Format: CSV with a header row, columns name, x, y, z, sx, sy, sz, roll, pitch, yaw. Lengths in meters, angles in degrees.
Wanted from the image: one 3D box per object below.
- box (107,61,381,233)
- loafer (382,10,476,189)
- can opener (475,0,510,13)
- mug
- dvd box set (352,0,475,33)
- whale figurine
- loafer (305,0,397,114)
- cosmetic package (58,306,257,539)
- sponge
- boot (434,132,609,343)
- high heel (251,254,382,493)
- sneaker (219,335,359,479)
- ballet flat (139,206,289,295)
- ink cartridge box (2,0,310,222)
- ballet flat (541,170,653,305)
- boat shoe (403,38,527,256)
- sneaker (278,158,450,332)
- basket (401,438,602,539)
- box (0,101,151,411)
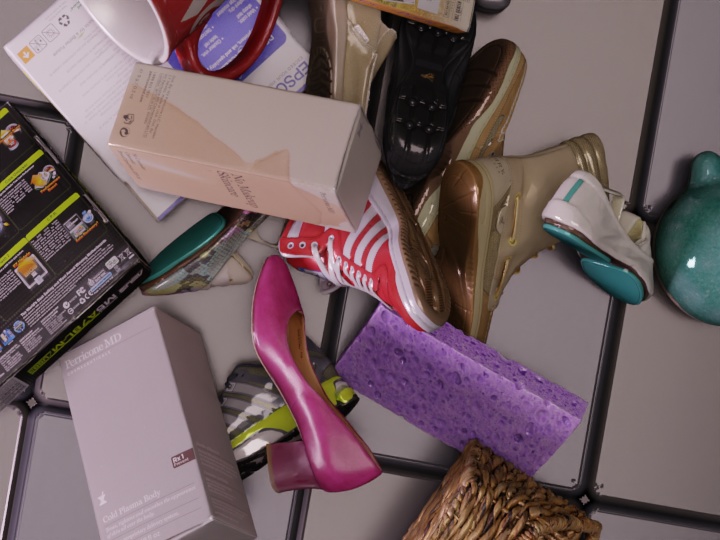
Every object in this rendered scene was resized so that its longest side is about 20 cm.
name,x,y,z,sx,sy,sz,roll,pitch,yaw
box,-0.092,-0.100,1.552,0.198,0.095,0.078,12,72,18
loafer,0.053,-0.161,1.633,0.067,0.071,0.202,16,59,-6
can opener,0.141,-0.323,1.662,0.066,0.053,0.202,7,92,-3
mug,-0.130,-0.269,1.589,0.133,0.178,0.200,33,66,31
dvd box set,0.015,-0.289,1.567,0.198,0.029,0.148,12,86,-29
whale figurine,0.346,-0.041,1.654,0.200,0.104,0.159,-40,93,-2
loafer,-0.005,-0.184,1.611,0.068,0.076,0.202,-4,101,-20
cosmetic package,-0.169,0.145,1.584,0.106,0.090,0.201,-28,63,14
sponge,0.083,0.102,1.643,0.199,0.112,0.030,31,46,-3
boot,0.137,-0.018,1.652,0.154,0.073,0.202,-16,126,-29
high heel,-0.033,0.082,1.583,0.095,0.067,0.202,-9,84,19
sneaker,-0.102,0.128,1.655,0.199,0.074,0.081,-27,71,0
ballet flat,-0.102,-0.035,1.652,0.200,0.069,0.071,-46,112,-2
ink cartridge box,-0.168,-0.180,1.651,0.197,0.047,0.200,-41,95,-4
ballet flat,0.211,-0.029,1.610,0.069,0.200,0.070,-10,67,23
boat shoe,0.096,-0.101,1.664,0.076,0.072,0.201,28,95,-27
sneaker,0.000,0.000,1.578,0.112,0.201,0.071,-33,131,12
basket,0.100,0.271,1.610,0.148,0.143,0.201,35,100,-2
box,-0.308,-0.006,1.615,0.200,0.048,0.193,-42,71,-2
